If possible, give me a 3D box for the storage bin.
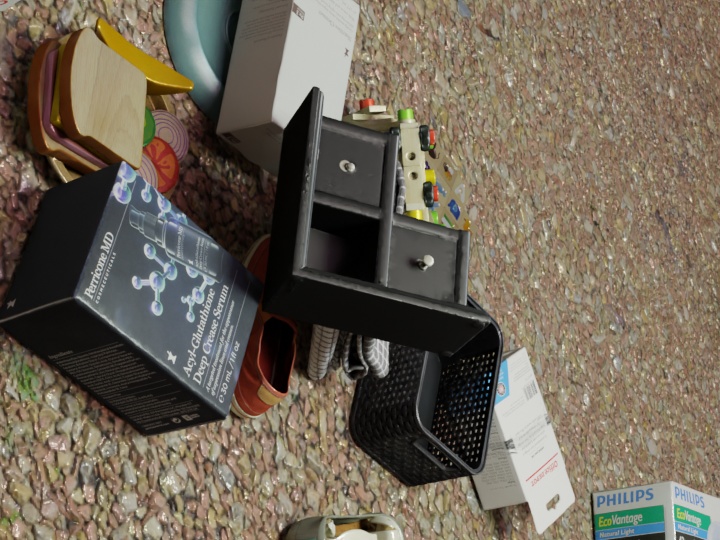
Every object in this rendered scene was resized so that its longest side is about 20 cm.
[{"bbox_3d":[0.077,0.124,1.712,0.135,0.093,0.201,43,47,-36],"label":"storage bin"}]

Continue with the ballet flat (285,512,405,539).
[{"bbox_3d":[0.004,0.282,1.575,0.199,0.063,0.068,9,70,-52],"label":"ballet flat"}]

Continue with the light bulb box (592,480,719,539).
[{"bbox_3d":[0.412,0.398,2.032,0.198,0.124,0.202,22,61,-48],"label":"light bulb box"}]

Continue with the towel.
[{"bbox_3d":[0.000,0.000,1.587,0.166,0.085,0.202,99,-3,-61],"label":"towel"}]

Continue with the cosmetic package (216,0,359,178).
[{"bbox_3d":[-0.073,-0.209,1.596,0.113,0.081,0.202,32,57,-47],"label":"cosmetic package"}]

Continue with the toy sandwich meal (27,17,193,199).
[{"bbox_3d":[-0.224,-0.144,1.424,0.204,0.070,0.207,25,58,-47],"label":"toy sandwich meal"}]

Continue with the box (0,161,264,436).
[{"bbox_3d":[-0.199,0.029,1.361,0.200,0.106,0.149,42,47,-36],"label":"box"}]

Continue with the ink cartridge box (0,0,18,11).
[{"bbox_3d":[-0.299,-0.293,1.271,0.146,0.199,0.084,-9,81,-55],"label":"ink cartridge box"}]

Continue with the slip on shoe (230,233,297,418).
[{"bbox_3d":[-0.089,0.052,1.542,0.074,0.061,0.202,36,49,-39],"label":"slip on shoe"}]

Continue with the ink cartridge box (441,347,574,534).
[{"bbox_3d":[0.179,0.208,1.838,0.116,0.067,0.202,-26,98,-55],"label":"ink cartridge box"}]

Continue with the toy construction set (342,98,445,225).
[{"bbox_3d":[0.047,-0.106,1.736,0.131,0.091,0.202,146,-74,-86],"label":"toy construction set"}]

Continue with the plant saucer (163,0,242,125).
[{"bbox_3d":[-0.130,-0.243,1.629,0.199,0.027,0.202,23,60,-47],"label":"plant saucer"}]

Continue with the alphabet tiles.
[{"bbox_3d":[0.083,-0.068,1.867,0.167,0.006,0.201,52,41,-27],"label":"alphabet tiles"}]

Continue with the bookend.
[{"bbox_3d":[0.021,-0.044,1.460,0.198,0.092,0.200,15,62,-17],"label":"bookend"}]
